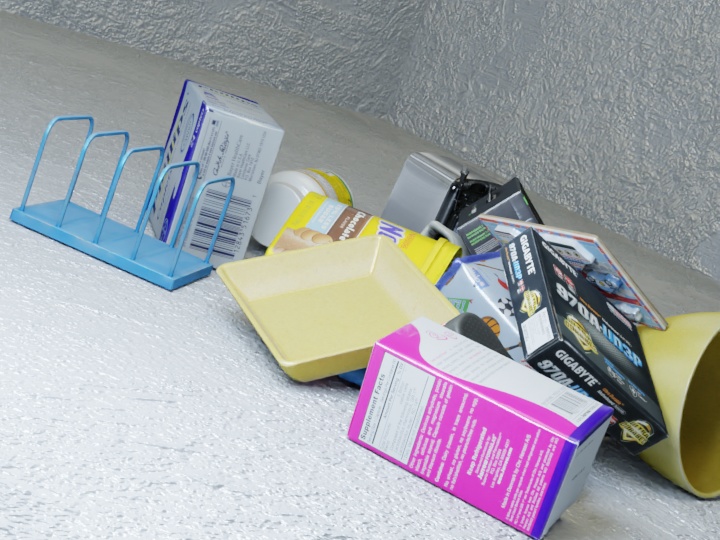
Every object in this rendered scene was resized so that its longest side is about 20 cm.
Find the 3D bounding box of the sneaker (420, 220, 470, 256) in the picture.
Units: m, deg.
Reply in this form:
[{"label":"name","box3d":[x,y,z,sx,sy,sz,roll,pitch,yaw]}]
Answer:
[{"label":"sneaker","box3d":[0.118,0.024,1.730,0.092,0.075,0.201,37,23,-46]}]

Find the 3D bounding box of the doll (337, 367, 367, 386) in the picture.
[{"label":"doll","box3d":[0.007,0.084,1.446,0.135,0.049,0.199,-8,30,-40]}]

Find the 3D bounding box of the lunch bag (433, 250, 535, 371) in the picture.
[{"label":"lunch bag","box3d":[0.162,0.073,1.508,0.170,0.124,0.199,51,26,13]}]

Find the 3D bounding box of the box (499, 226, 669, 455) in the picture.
[{"label":"box","box3d":[0.224,0.072,1.404,0.200,0.046,0.160,40,28,-33]}]

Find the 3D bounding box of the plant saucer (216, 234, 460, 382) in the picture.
[{"label":"plant saucer","box3d":[-0.024,0.043,1.415,0.198,0.049,0.200,-11,32,-22]}]

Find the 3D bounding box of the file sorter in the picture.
[{"label":"file sorter","box3d":[-0.256,-0.080,1.552,0.198,0.124,0.139,23,12,8]}]

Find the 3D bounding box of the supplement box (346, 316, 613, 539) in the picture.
[{"label":"supplement box","box3d":[0.103,0.133,1.230,0.199,0.104,0.101,27,23,21]}]

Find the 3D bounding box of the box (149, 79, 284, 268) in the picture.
[{"label":"box","box3d":[-0.183,-0.119,1.715,0.104,0.186,0.200,16,12,-18]}]

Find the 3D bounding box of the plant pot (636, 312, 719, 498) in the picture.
[{"label":"plant pot","box3d":[0.345,0.132,1.542,0.141,0.202,0.199,15,4,43]}]

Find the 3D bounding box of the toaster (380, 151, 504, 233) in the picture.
[{"label":"toaster","box3d":[0.132,-0.072,2.053,0.180,0.202,0.118,7,22,-49]}]

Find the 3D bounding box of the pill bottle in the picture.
[{"label":"pill bottle","box3d":[-0.085,-0.080,1.902,0.112,0.114,0.200,23,11,12]}]

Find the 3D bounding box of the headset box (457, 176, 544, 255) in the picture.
[{"label":"headset box","box3d":[0.201,-0.013,1.735,0.201,0.092,0.174,59,9,-4]}]

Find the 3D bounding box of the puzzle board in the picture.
[{"label":"puzzle board","box3d":[0.227,0.002,1.530,0.151,0.017,0.199,46,-17,-30]}]

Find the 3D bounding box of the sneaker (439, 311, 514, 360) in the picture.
[{"label":"sneaker","box3d":[0.120,0.142,1.338,0.202,0.108,0.067,53,41,-4]}]

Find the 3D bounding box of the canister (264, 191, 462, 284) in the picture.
[{"label":"canister","box3d":[0.000,0.000,1.634,0.198,0.087,0.149,22,51,14]}]
